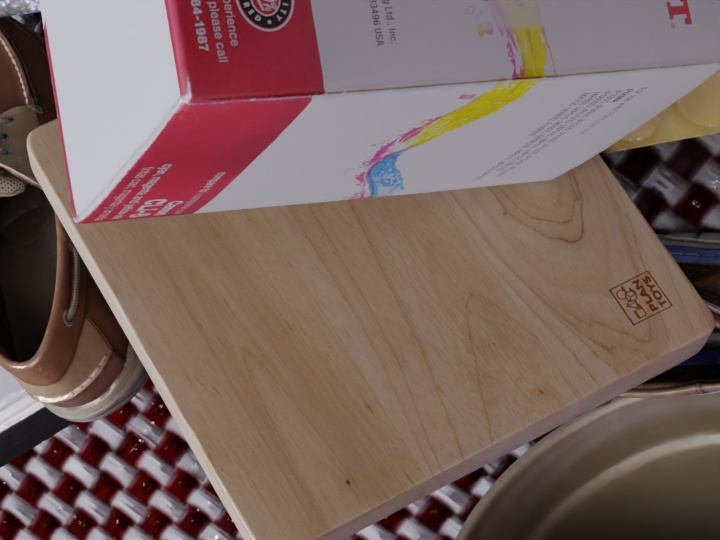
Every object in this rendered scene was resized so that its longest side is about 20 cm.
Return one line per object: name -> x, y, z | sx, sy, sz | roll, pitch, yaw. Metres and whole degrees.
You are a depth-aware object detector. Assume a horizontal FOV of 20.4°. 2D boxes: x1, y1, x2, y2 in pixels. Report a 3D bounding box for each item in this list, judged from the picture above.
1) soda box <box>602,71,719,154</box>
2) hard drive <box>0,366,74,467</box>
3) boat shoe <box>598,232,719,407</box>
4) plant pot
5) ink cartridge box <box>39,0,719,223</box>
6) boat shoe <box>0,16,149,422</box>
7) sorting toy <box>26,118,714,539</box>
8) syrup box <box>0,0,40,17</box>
soda box -> 0.184, -0.103, 0.780 | 0.199, 0.064, 0.068 | -9, 114, 23
hard drive -> -0.154, 0.004, 0.899 | 0.200, 0.038, 0.140 | -30, 67, 15
boat shoe -> 0.091, 0.021, 0.872 | 0.199, 0.072, 0.072 | -4, 116, 21
plant pot -> 0.159, 0.174, 0.881 | 0.199, 0.200, 0.174 | -19, 126, 26
ink cartridge box -> 0.001, -0.109, 0.699 | 0.145, 0.199, 0.146 | 145, 117, -64
boat shoe -> -0.145, -0.034, 0.841 | 0.076, 0.072, 0.200 | -33, 65, 14
sorting toy -> 0.000, 0.000, 0.799 | 0.200, 0.198, 0.070 | 57, 161, 22
syrup box -> -0.118, -0.160, 0.843 | 0.199, 0.081, 0.079 | -4, 117, 22
